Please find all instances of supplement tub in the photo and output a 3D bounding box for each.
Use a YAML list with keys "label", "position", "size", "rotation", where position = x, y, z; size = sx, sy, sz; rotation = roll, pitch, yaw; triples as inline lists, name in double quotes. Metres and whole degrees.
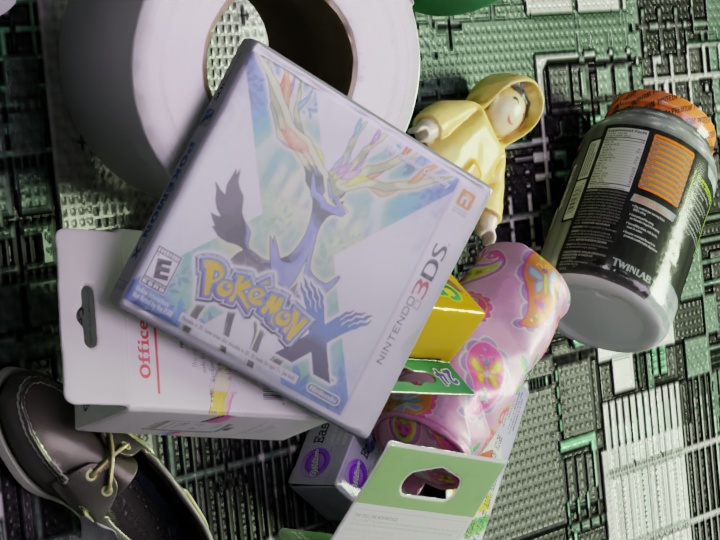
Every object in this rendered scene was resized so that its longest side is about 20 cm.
- label: "supplement tub"
  position: [0.224, -0.043, 2.034]
  size: [0.123, 0.122, 0.201]
  rotation: [49, 52, -38]

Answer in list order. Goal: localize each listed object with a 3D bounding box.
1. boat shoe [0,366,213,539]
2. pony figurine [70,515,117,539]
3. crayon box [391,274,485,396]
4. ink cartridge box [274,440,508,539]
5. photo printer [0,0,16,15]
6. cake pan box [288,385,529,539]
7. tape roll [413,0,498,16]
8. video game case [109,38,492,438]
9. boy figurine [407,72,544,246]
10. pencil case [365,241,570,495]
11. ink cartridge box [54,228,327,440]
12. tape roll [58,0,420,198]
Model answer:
- label: "boat shoe"
  position: [-0.164, 0.131, 1.572]
  size: [0.202, 0.060, 0.072]
  rotation: [53, 50, -36]
- label: "pony figurine"
  position: [-0.122, 0.270, 1.550]
  size: [0.199, 0.166, 0.194]
  rotation: [4, 114, -37]
- label: "crayon box"
  position: [0.000, 0.000, 1.696]
  size: [0.125, 0.200, 0.052]
  rotation: [6, 128, -52]
- label: "ink cartridge box"
  position: [0.002, 0.199, 1.715]
  size: [0.145, 0.048, 0.201]
  rotation: [13, 109, -50]
- label: "photo printer"
  position: [-0.289, -0.194, 1.424]
  size: [0.200, 0.069, 0.167]
  rotation: [-43, 120, -45]
- label: "cake pan box"
  position: [0.039, 0.128, 1.844]
  size: [0.184, 0.052, 0.201]
  rotation: [46, 54, -38]
- label: "tape roll"
  position: [0.078, -0.286, 1.797]
  size: [0.048, 0.199, 0.202]
  rotation: [36, 60, -45]
- label: "video game case"
  position: [-0.033, -0.017, 1.526]
  size: [0.199, 0.022, 0.183]
  rotation: [30, 85, -28]
- label: "boy figurine"
  position: [0.081, -0.078, 1.901]
  size: [0.200, 0.064, 0.125]
  rotation: [-52, 124, -36]
- label: "pencil case"
  position: [0.081, 0.071, 1.800]
  size: [0.088, 0.087, 0.200]
  rotation: [59, 47, -31]
- label: "ink cartridge box"
  position: [-0.118, 0.041, 1.549]
  size: [0.199, 0.067, 0.117]
  rotation: [6, 71, -37]
- label: "tape roll"
  position: [-0.079, -0.136, 1.576]
  size: [0.201, 0.139, 0.204]
  rotation: [-4, 99, -25]
